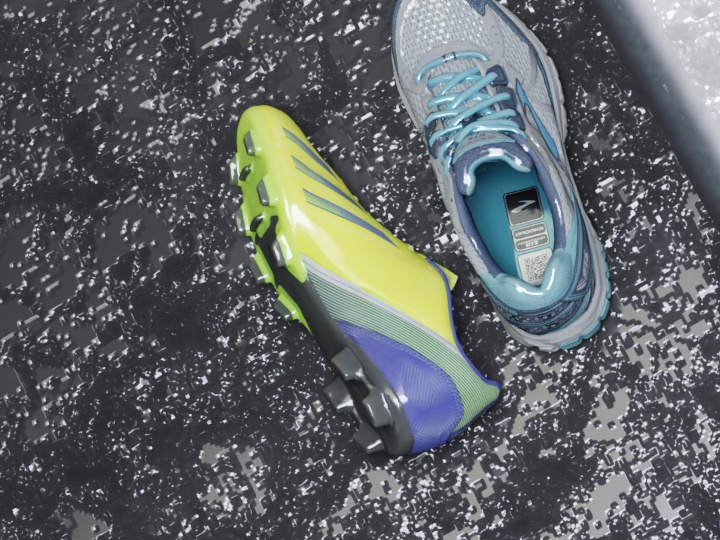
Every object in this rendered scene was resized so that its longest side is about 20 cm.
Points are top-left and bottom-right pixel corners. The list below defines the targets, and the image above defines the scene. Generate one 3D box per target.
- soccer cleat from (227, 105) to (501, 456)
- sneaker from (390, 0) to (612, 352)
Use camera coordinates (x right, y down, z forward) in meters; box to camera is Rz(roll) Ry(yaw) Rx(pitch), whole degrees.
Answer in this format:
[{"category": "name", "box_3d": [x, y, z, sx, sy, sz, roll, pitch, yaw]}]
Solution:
[{"category": "soccer cleat", "box_3d": [0.000, 0.001, 1.491, 0.083, 0.065, 0.201, -20, 67, -21]}, {"category": "sneaker", "box_3d": [0.067, -0.062, 1.462, 0.077, 0.086, 0.201, -26, 74, 8]}]
